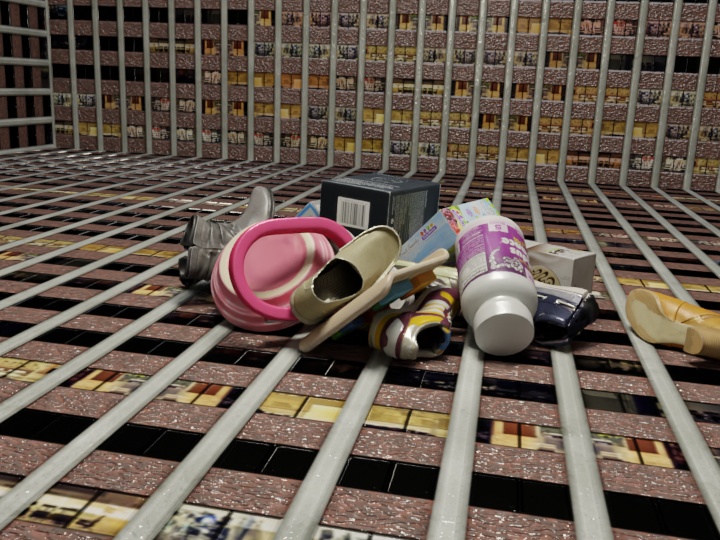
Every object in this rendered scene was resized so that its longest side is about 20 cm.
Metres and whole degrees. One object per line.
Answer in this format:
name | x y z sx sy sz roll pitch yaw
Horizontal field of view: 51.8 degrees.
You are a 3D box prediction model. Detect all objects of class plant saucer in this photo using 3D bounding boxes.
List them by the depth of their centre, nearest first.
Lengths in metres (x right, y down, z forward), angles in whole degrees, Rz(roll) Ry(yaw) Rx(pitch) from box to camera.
plant saucer | -0.136 -0.005 1.126 0.196 0.051 0.203 -6 51 8

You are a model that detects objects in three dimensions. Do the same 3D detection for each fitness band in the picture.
fitness band | -0.090 -0.002 1.050 0.196 0.147 0.037 -5 -6 -26

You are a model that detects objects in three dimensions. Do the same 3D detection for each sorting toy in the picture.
sorting toy | 0.025 0.046 1.046 0.184 0.037 0.199 -38 -7 32

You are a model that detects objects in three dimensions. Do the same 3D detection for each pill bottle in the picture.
pill bottle | 0.198 0.021 1.079 0.110 0.114 0.202 2 42 -1

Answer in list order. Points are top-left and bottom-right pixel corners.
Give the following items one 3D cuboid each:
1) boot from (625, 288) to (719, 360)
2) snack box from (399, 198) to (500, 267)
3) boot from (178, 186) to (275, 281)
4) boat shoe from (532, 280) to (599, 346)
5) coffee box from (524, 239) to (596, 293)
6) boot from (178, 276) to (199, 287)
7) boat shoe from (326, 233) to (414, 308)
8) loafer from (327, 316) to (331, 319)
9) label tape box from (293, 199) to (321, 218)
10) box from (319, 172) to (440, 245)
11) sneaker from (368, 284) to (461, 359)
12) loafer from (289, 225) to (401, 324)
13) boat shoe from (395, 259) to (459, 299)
boot | 0.505 0.084 1.108 0.141 0.072 0.201 5 16 -17
snack box | 0.151 -0.047 1.348 0.068 0.168 0.199 55 33 13
boot | -0.219 -0.068 1.219 0.130 0.204 0.070 21 -27 -26
boat shoe | 0.251 0.063 1.126 0.198 0.076 0.092 1 26 44
coffee box | 0.279 0.012 1.235 0.198 0.115 0.079 16 19 42
boot | -0.254 -0.025 1.338 0.173 0.070 0.200 -35 -6 -30
boat shoe | 0.000 0.000 1.196 0.199 0.071 0.069 40 10 21
loafer | -0.079 0.010 1.182 0.070 0.074 0.201 -24 51 -8
label tape box | -0.081 -0.082 1.483 0.144 0.064 0.199 -40 -7 28
box | 0.037 -0.112 1.370 0.146 0.109 0.199 13 17 31
sneaker | 0.101 0.080 1.041 0.089 0.076 0.198 22 30 36
loafer | -0.009 0.003 1.029 0.199 0.076 0.068 -41 4 -26
boat shoe | 0.087 0.030 1.222 0.198 0.072 0.066 4 46 32
